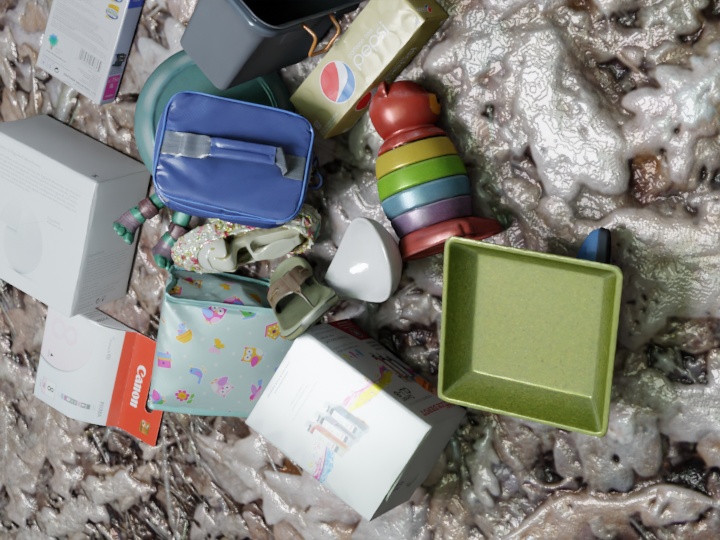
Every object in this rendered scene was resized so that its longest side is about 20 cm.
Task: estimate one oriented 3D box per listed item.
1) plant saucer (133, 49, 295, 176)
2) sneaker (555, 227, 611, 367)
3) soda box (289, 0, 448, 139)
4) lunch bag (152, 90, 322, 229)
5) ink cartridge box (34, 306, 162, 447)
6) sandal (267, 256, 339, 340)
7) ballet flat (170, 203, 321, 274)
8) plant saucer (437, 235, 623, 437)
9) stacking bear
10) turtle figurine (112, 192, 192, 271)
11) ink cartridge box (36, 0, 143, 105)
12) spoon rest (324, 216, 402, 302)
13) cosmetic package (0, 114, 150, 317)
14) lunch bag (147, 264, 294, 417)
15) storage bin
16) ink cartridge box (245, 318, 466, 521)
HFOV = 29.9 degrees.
[{"bbox_3d":[-0.177,-0.180,1.646,0.199,0.027,0.201,0,88,-7],"label":"plant saucer"},{"bbox_3d":[0.229,0.042,1.510,0.078,0.066,0.201,17,114,14],"label":"sneaker"},{"bbox_3d":[0.009,-0.247,1.567,0.068,0.064,0.200,50,123,10],"label":"soda box"},{"bbox_3d":[-0.142,-0.125,1.570,0.199,0.132,0.137,10,88,-6],"label":"lunch bag"},{"bbox_3d":[-0.367,0.146,1.911,0.200,0.057,0.163,28,116,27],"label":"ink cartridge box"},{"bbox_3d":[-0.083,0.025,1.605,0.080,0.201,0.057,-42,114,-1],"label":"sandal"},{"bbox_3d":[-0.144,-0.033,1.673,0.199,0.064,0.076,-18,130,9],"label":"ballet flat"},{"bbox_3d":[0.188,0.064,1.476,0.199,0.048,0.201,11,114,23],"label":"plant saucer"},{"bbox_3d":[0.068,-0.122,1.546,0.113,0.121,0.201,-19,84,26],"label":"stacking bear"},{"bbox_3d":[-0.216,-0.102,1.721,0.150,0.101,0.200,41,103,-6],"label":"turtle figurine"},{"bbox_3d":[-0.351,-0.333,1.771,0.119,0.042,0.201,32,120,20],"label":"ink cartridge box"},{"bbox_3d":[0.000,0.000,1.577,0.200,0.060,0.100,131,118,-71],"label":"spoon rest"},{"bbox_3d":[-0.410,-0.078,1.828,0.199,0.123,0.201,27,117,22],"label":"cosmetic package"},{"bbox_3d":[-0.161,0.096,1.728,0.199,0.122,0.171,8,110,-8],"label":"lunch bag"},{"bbox_3d":[-0.103,-0.288,1.555,0.146,0.200,0.134,49,133,10],"label":"storage bin"},{"bbox_3d":[-0.002,0.177,1.629,0.200,0.145,0.145,37,105,16],"label":"ink cartridge box"}]
